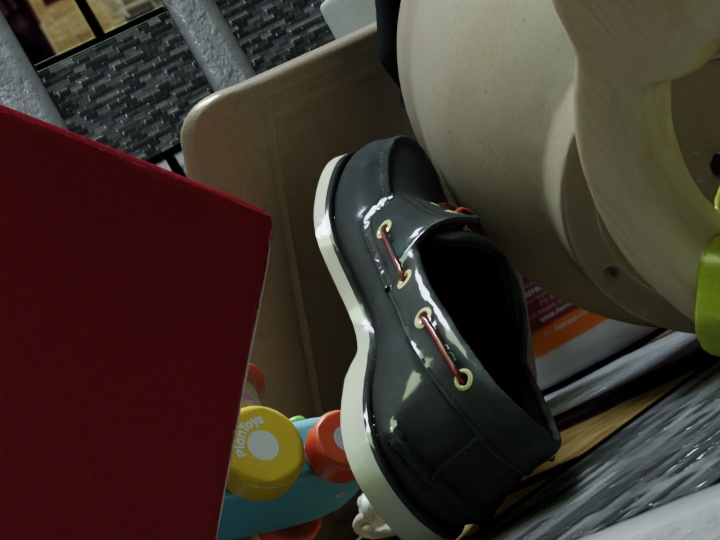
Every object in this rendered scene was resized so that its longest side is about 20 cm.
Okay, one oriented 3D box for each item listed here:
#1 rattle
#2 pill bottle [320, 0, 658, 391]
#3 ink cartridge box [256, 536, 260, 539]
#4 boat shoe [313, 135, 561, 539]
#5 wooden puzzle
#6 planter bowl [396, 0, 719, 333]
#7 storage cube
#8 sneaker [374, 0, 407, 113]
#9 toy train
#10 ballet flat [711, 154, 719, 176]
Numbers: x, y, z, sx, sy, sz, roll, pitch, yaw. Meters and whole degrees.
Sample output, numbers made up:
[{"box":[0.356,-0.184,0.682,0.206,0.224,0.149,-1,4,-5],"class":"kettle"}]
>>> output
[{"box":[0.125,-0.083,0.785,0.142,0.201,0.130,-30,1,-21],"class":"rattle"},{"box":[0.071,-0.057,1.232,0.114,0.201,0.114,-30,0,0],"class":"pill bottle"},{"box":[-0.138,0.101,1.081,0.199,0.147,0.084,-30,-2,26],"class":"ink cartridge box"},{"box":[0.028,0.012,0.930,0.063,0.074,0.202,-38,28,18],"class":"boat shoe"},{"box":[0.000,0.000,1.087,0.037,0.186,0.200,-2,15,33],"class":"wooden puzzle"},{"box":[0.119,-0.061,0.978,0.199,0.201,0.135,-30,27,8],"class":"planter bowl"},{"box":[-0.151,0.057,0.770,0.179,0.201,0.171,20,-26,-25],"class":"storage cube"},{"box":[0.069,-0.147,1.058,0.073,0.111,0.201,17,89,68],"class":"sneaker"},{"box":[-0.076,0.093,0.948,0.199,0.056,0.150,-27,-22,9],"class":"toy train"},{"box":[0.169,-0.048,1.297,0.046,0.068,0.200,-10,-11,-13],"class":"ballet flat"}]
